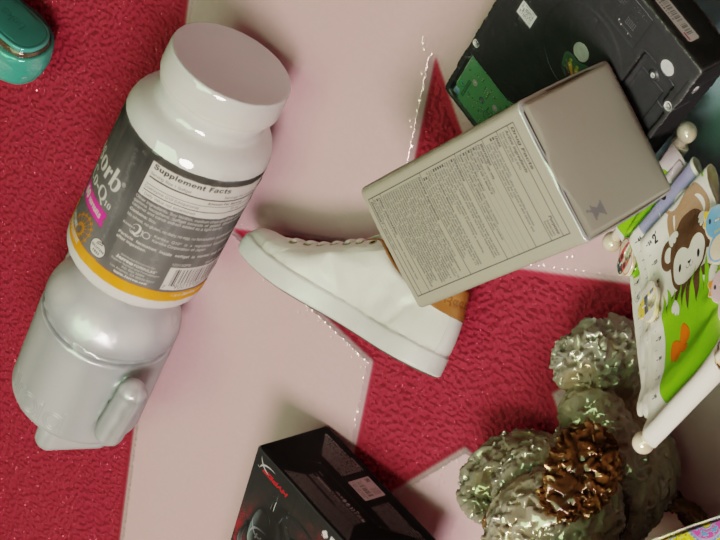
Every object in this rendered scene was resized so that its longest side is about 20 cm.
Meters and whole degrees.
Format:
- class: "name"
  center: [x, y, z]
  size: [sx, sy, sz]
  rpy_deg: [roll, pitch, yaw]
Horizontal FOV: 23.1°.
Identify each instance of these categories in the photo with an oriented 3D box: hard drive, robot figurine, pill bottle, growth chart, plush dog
- class: "hard drive"
  center: [0.137, -0.124, 1.097]
  size: [0.140, 0.038, 0.200]
  rpy_deg: [54, 147, 15]
- class: "robot figurine"
  center: [-0.214, 0.061, 1.431]
  size: [0.170, 0.112, 0.201]
  rpy_deg: [58, 136, 35]
- class: "pill bottle"
  center: [-0.134, -0.077, 1.310]
  size: [0.116, 0.116, 0.200]
  rpy_deg: [41, 125, 16]
- class: "growth chart"
  center: [0.187, 0.007, 1.052]
  size: [0.018, 0.201, 0.145]
  rpy_deg: [12, 136, -12]
- class: "plush dog"
  center: [0.139, 0.154, 1.166]
  size: [0.160, 0.172, 0.200]
  rpy_deg: [44, 128, 14]

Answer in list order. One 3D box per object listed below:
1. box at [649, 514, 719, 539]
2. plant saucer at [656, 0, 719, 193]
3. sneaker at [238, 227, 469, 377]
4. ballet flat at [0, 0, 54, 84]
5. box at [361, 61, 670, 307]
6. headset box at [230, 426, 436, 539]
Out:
- class: "box"
  center: [0.223, 0.224, 1.077]
  size: [0.199, 0.192, 0.123]
  rpy_deg: [-26, 71, 27]
- class: "plant saucer"
  center: [0.220, -0.127, 1.072]
  size: [0.199, 0.027, 0.201]
  rpy_deg: [22, 126, 34]
- class: "sneaker"
  center: [0.000, 0.000, 1.290]
  size: [0.199, 0.073, 0.085]
  rpy_deg: [29, 93, 32]
- class: "ballet flat"
  center: [-0.324, -0.225, 1.429]
  size: [0.200, 0.067, 0.070]
  rpy_deg: [49, 144, 13]
- class: "box"
  center: [0.093, -0.050, 1.109]
  size: [0.200, 0.078, 0.095]
  rpy_deg: [-22, 95, 59]
- class: "headset box"
  center: [-0.034, 0.249, 1.379]
  size: [0.149, 0.077, 0.201]
  rpy_deg: [44, 129, 35]
